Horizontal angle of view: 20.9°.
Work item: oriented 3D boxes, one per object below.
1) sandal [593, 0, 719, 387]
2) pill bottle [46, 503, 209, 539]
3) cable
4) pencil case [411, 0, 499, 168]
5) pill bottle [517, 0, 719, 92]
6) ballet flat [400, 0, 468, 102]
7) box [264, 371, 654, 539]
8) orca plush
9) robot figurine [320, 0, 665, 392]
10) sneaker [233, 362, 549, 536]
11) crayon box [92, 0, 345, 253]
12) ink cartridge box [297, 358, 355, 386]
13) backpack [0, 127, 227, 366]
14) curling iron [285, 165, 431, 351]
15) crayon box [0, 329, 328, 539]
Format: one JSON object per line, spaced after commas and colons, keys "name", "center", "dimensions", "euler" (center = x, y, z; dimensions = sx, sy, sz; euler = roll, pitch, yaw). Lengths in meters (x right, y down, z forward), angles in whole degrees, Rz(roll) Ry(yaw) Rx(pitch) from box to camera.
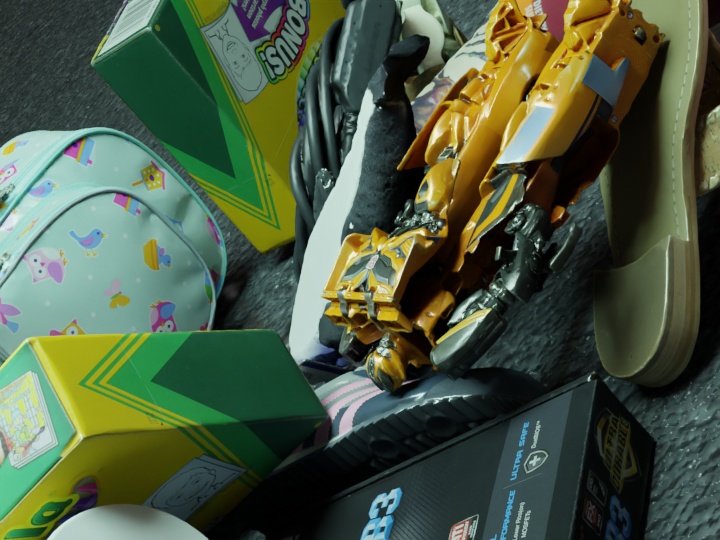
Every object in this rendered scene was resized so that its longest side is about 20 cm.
{"name": "sandal", "center": [0.154, -0.046, 0.900], "dimensions": [0.077, 0.069, 0.214], "euler": [-23, 57, 56]}
{"name": "pill bottle", "center": [-0.128, 0.191, 0.837], "dimensions": [0.200, 0.115, 0.116], "euler": [-53, 12, 43]}
{"name": "cable", "center": [-0.015, -0.075, 1.149], "dimensions": [0.163, 0.050, 0.202], "euler": [110, 170, -74]}
{"name": "pencil case", "center": [0.095, -0.114, 1.101], "dimensions": [0.200, 0.078, 0.089], "euler": [-51, 14, -16]}
{"name": "pill bottle", "center": [0.177, -0.146, 0.969], "dimensions": [0.199, 0.114, 0.115], "euler": [-27, 28, 36]}
{"name": "ballet flat", "center": [0.040, -0.136, 1.225], "dimensions": [0.067, 0.073, 0.200], "euler": [-17, 25, 1]}
{"name": "box", "center": [0.022, 0.158, 0.809], "dimensions": [0.197, 0.050, 0.201], "euler": [-28, 28, 33]}
{"name": "orca plush", "center": [0.018, -0.026, 1.008], "dimensions": [0.105, 0.070, 0.202], "euler": [-112, 30, -59]}
{"name": "robot figurine", "center": [0.053, -0.036, 0.893], "dimensions": [0.201, 0.058, 0.145], "euler": [-57, 23, -15]}
{"name": "sneaker", "center": [0.017, 0.068, 0.932], "dimensions": [0.199, 0.070, 0.083], "euler": [-22, 36, 41]}
{"name": "crayon box", "center": [-0.071, -0.141, 1.278], "dimensions": [0.058, 0.173, 0.201], "euler": [-25, 30, 34]}
{"name": "ink cartridge box", "center": [-0.093, 0.102, 1.042], "dimensions": [0.199, 0.037, 0.095], "euler": [-37, -19, 13]}
{"name": "backpack", "center": [-0.178, 0.011, 1.217], "dimensions": [0.153, 0.176, 0.201], "euler": [-10, 44, 49]}
{"name": "curling iron", "center": [0.000, 0.000, 1.075], "dimensions": [0.026, 0.050, 0.200], "euler": [-35, -14, -50]}
{"name": "crayon box", "center": [-0.137, 0.110, 0.890], "dimensions": [0.200, 0.059, 0.172], "euler": [-45, -23, 26]}
